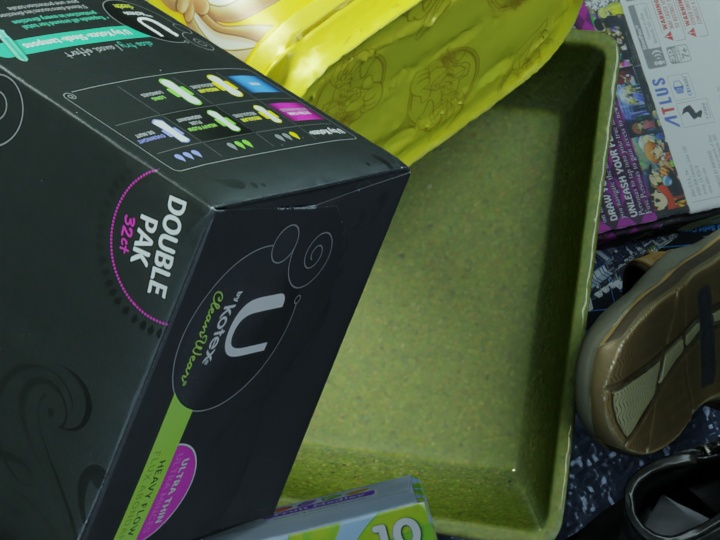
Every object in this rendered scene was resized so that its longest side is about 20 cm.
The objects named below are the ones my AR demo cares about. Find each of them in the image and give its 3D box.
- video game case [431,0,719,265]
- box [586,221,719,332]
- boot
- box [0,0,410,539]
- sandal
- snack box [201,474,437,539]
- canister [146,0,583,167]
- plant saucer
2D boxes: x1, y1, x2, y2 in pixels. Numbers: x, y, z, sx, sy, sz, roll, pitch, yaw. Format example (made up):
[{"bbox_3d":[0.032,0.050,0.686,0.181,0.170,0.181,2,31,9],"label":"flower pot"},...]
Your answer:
[{"bbox_3d":[0.088,-0.107,1.127,0.180,0.036,0.201,-13,78,-27],"label":"video game case"},{"bbox_3d":[0.095,-0.019,1.148,0.199,0.046,0.160,-6,74,-24],"label":"box"},{"bbox_3d":[0.175,0.088,1.091,0.199,0.131,0.068,-25,75,-28],"label":"boot"},{"bbox_3d":[-0.112,-0.014,0.894,0.199,0.149,0.124,33,24,24],"label":"box"},{"bbox_3d":[0.123,0.026,1.050,0.200,0.054,0.081,-19,110,-59],"label":"sandal"},{"bbox_3d":[-0.056,0.168,0.946,0.199,0.053,0.143,-14,96,2],"label":"snack box"},{"bbox_3d":[-0.033,-0.134,1.000,0.148,0.087,0.200,-36,59,-18],"label":"canister"},{"bbox_3d":[0.000,0.000,1.043,0.198,0.048,0.202,6,85,17],"label":"plant saucer"}]
